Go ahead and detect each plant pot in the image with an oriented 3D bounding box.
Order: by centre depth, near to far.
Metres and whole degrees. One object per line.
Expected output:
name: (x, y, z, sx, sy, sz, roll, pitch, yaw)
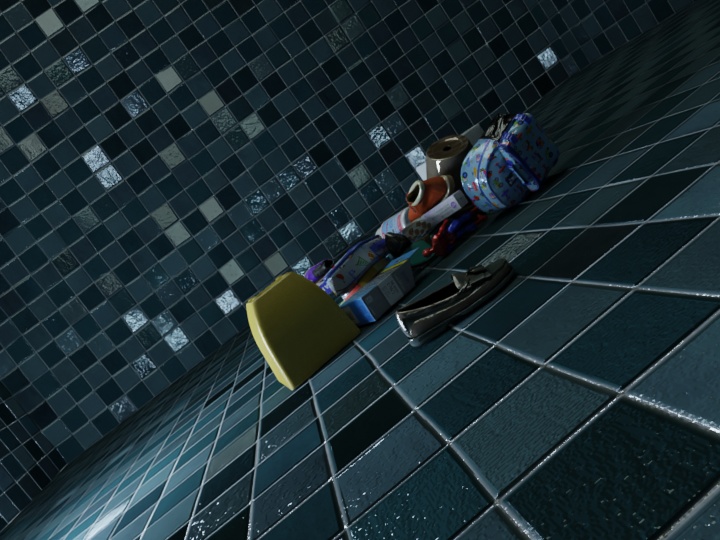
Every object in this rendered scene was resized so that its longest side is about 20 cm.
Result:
plant pot: (-0.152, 0.118, 1.268, 0.195, 0.201, 0.194, -39, 7, -17)
plant pot: (0.252, -0.255, 1.505, 0.197, 0.175, 0.202, -18, 36, 13)

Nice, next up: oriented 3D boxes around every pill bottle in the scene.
pill bottle: (0.134, -0.138, 1.925, 0.109, 0.109, 0.199, -40, 7, -32)

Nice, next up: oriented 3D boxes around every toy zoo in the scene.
toy zoo: (0.017, 0.032, 1.460, 0.201, 0.020, 0.131, -50, -8, 22)

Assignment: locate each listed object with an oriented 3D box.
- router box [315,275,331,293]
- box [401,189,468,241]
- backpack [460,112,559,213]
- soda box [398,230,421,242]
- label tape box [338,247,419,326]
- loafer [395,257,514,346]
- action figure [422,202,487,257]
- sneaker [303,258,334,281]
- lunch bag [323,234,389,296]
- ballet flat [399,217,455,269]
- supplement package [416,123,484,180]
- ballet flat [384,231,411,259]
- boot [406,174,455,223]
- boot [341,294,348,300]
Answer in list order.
router box: (-0.134, 0.055, 2.256, 0.199, 0.049, 0.179, -39, 7, -20)
box: (0.181, -0.133, 1.408, 0.041, 0.039, 0.199, -38, 4, -43)
backpack: (0.334, -0.235, 1.293, 0.201, 0.183, 0.134, -52, 27, -12)
soda box: (0.115, -0.061, 1.672, 0.064, 0.068, 0.200, -30, 10, 39)
label tape box: (0.055, 0.042, 1.294, 0.199, 0.064, 0.144, -39, 6, -27)
loafer: (0.144, 0.037, 0.868, 0.199, 0.063, 0.072, -37, 7, 2)
action figure: (0.221, -0.091, 1.355, 0.199, 0.066, 0.051, -39, 32, -24)
sneaker: (-0.218, -0.005, 3.023, 0.200, 0.070, 0.099, -40, 10, -24)
lunch bag: (-0.002, -0.020, 1.437, 0.160, 0.076, 0.200, -47, -5, 23)
ballet flat: (0.174, -0.055, 1.424, 0.199, 0.071, 0.066, -36, -21, -19)
supplement package: (0.325, -0.317, 1.800, 0.199, 0.193, 0.147, -38, 8, -23)
ballet flat: (0.106, -0.053, 1.471, 0.067, 0.057, 0.200, -48, -20, -7)
boot: (0.151, -0.177, 1.450, 0.105, 0.076, 0.200, -11, -21, -24)
boot: (0.000, 0.000, 1.753, 0.199, 0.091, 0.073, -40, 8, -26)
